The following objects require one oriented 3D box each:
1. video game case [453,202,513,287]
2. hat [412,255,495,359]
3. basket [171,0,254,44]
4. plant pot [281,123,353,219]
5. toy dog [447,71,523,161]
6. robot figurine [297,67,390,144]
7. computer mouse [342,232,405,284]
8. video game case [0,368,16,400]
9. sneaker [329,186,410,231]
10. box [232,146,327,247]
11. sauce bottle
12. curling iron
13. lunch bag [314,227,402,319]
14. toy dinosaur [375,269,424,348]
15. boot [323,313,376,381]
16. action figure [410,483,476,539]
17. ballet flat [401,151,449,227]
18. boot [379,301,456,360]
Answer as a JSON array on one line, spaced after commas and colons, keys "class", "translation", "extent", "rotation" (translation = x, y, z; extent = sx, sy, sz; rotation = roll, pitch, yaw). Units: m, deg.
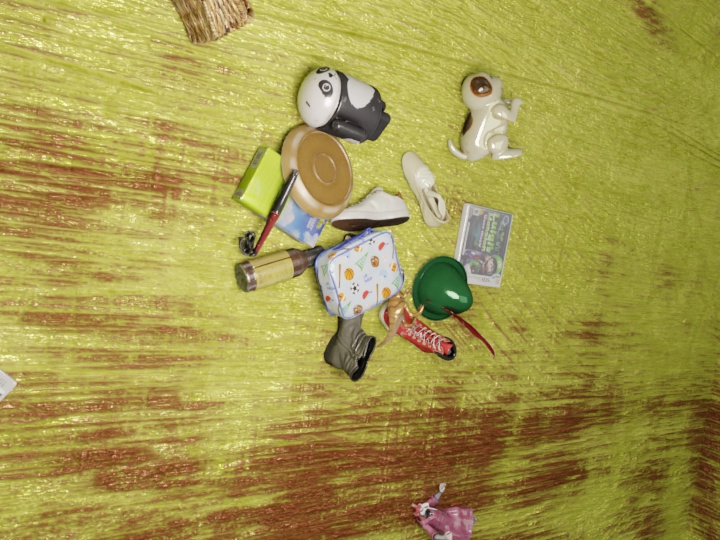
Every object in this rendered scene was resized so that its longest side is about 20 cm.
[{"class": "video game case", "translation": [0.322, -0.063, 1.742], "extent": [0.179, 0.023, 0.205], "rotation": [7, 95, -38]}, {"class": "hat", "translation": [0.247, 0.075, 1.602], "extent": [0.198, 0.175, 0.168], "rotation": [27, 93, -33]}, {"class": "basket", "translation": [-0.255, -0.521, 1.149], "extent": [0.148, 0.142, 0.203], "rotation": [-36, 118, -24]}, {"class": "plant pot", "translation": [-0.080, -0.209, 1.369], "extent": [0.198, 0.027, 0.205], "rotation": [15, 70, -44]}, {"class": "toy dog", "translation": [0.299, -0.380, 1.612], "extent": [0.189, 0.140, 0.205], "rotation": [-8, 109, 3]}, {"class": "robot figurine", "translation": [-0.033, -0.336, 1.352], "extent": [0.197, 0.149, 0.128], "rotation": [14, 96, -33]}, {"class": "computer mouse", "translation": [0.019, -0.003, 1.519], "extent": [0.198, 0.043, 0.112], "rotation": [26, 76, -32]}, {"class": "video game case", "translation": [-0.681, 0.214, 1.055], "extent": [0.201, 0.018, 0.144], "rotation": [-50, 123, -19]}, {"class": "sneaker", "translation": [0.014, -0.140, 1.484], "extent": [0.196, 0.073, 0.087], "rotation": [-7, 73, -29]}, {"class": "box", "translation": [-0.152, -0.148, 1.358], "extent": [0.199, 0.047, 0.124], "rotation": [34, 79, -36]}, {"class": "sauce bottle", "translation": [-0.160, -0.009, 1.369], "extent": [0.197, 0.064, 0.066], "rotation": [-16, 108, -32]}, {"class": "curling iron", "translation": [-0.178, -0.111, 1.301], "extent": [0.049, 0.026, 0.202], "rotation": [29, 101, -37]}, {"class": "lunch bag", "translation": [0.000, 0.000, 1.426], "extent": [0.198, 0.075, 0.164], "rotation": [-28, 110, -32]}, {"class": "toy dinosaur", "translation": [0.084, 0.101, 1.506], "extent": [0.104, 0.060, 0.204], "rotation": [16, 64, -18]}, {"class": "boot", "translation": [-0.002, 0.139, 1.474], "extent": [0.067, 0.130, 0.204], "rotation": [22, 86, -36]}, {"class": "action figure", "translation": [0.210, 0.664, 1.776], "extent": [0.197, 0.149, 0.136], "rotation": [27, 53, -18]}, {"class": "ballet flat", "translation": [0.161, -0.192, 1.571], "extent": [0.069, 0.069, 0.202], "rotation": [-40, 120, -23]}, {"class": "boot", "translation": [0.144, 0.146, 1.576], "extent": [0.199, 0.143, 0.073], "rotation": [37, 79, -34]}]
